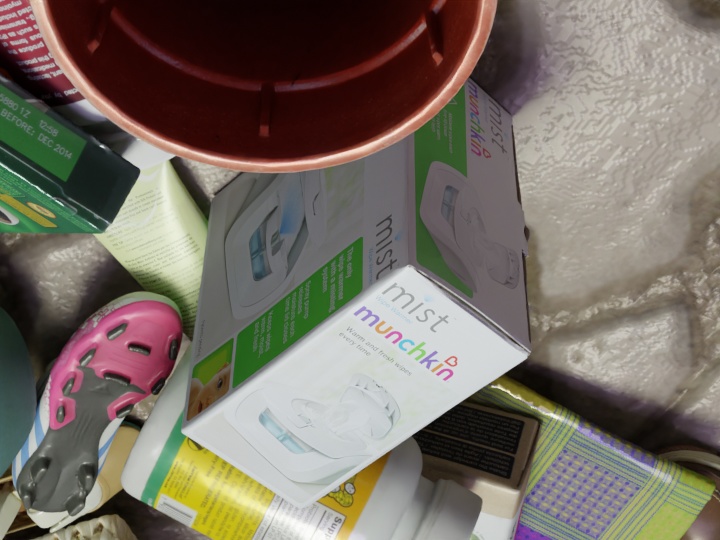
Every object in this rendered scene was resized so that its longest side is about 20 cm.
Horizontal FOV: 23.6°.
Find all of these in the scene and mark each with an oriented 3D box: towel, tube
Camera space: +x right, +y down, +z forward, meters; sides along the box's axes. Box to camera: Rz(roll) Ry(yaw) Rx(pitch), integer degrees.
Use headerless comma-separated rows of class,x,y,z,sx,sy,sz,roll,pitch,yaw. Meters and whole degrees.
towel,0.125,0.145,1.186,0.200,0.023,0.144,26,128,-4
tube,-0.100,0.009,1.082,0.058,0.052,0.200,-46,123,-13

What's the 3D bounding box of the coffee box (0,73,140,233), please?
coffee box,-0.215,-0.068,0.939,0.123,0.044,0.200,35,163,-26

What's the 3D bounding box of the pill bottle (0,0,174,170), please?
pill bottle,-0.152,-0.149,0.890,0.113,0.113,0.200,-19,129,18

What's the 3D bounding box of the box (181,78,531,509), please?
box,0.000,0.000,0.965,0.097,0.200,0.176,35,125,-27

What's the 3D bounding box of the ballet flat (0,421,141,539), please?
ballet flat,-0.236,0.164,1.211,0.200,0.063,0.069,-20,127,18

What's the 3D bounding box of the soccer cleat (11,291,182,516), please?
soccer cleat,-0.177,0.071,1.112,0.070,0.086,0.200,16,127,-27

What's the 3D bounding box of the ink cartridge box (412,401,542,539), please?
ink cartridge box,0.022,0.175,1.177,0.165,0.075,0.200,14,127,8

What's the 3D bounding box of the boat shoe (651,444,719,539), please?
boat shoe,0.264,0.204,1.228,0.075,0.075,0.202,-27,126,23

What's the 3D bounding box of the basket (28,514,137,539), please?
basket,-0.201,0.310,1.234,0.161,0.200,0.198,-21,141,3

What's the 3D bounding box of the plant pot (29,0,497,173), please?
plant pot,-0.041,-0.184,0.801,0.201,0.195,0.201,0,133,0

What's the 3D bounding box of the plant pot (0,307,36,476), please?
plant pot,-0.283,0.078,1.072,0.135,0.200,0.200,-13,143,-37

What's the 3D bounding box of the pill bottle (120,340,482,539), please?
pill bottle,-0.033,0.129,1.047,0.200,0.113,0.113,28,129,1
